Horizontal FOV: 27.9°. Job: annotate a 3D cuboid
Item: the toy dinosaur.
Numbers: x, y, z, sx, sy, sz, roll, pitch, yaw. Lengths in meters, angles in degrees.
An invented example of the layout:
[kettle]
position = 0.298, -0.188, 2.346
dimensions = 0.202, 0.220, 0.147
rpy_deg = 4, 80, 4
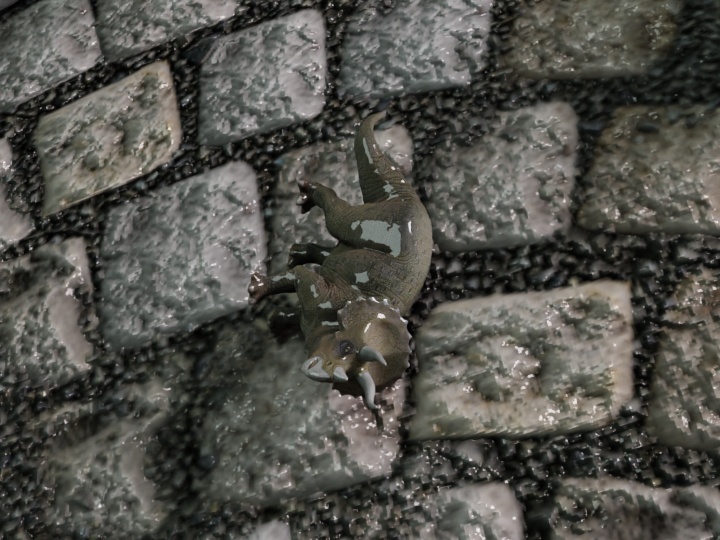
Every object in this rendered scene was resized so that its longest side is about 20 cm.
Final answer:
[toy dinosaur]
position = 0.000, 0.000, 0.829
dimensions = 0.101, 0.077, 0.201
rpy_deg = 11, 52, 19

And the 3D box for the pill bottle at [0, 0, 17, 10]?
[pill bottle]
position = -0.340, -0.312, 1.158
dimensions = 0.119, 0.201, 0.121
rpy_deg = -14, 47, 16
